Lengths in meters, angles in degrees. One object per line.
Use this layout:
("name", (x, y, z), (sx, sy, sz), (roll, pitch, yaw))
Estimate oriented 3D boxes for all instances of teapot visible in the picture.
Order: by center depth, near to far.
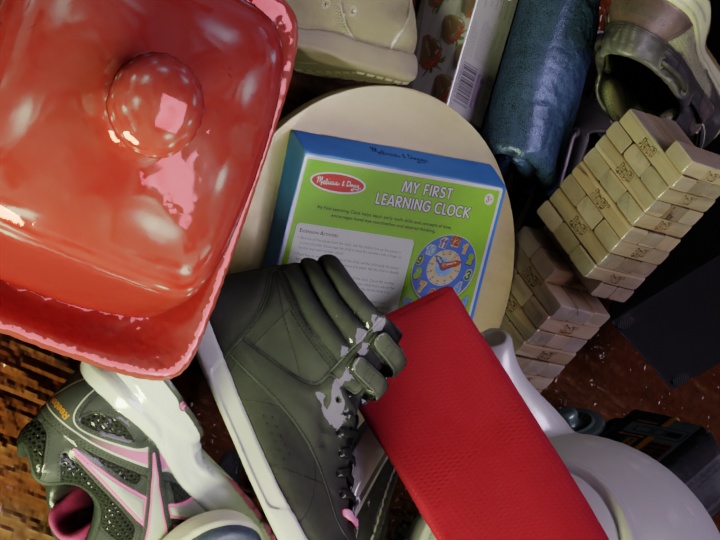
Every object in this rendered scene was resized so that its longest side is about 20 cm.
("teapot", (0.096, 0.169, 1.552), (0.197, 0.200, 0.146), (-53, 151, -6))

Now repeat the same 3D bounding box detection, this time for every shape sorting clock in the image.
("shape sorting clock", (0.000, 0.000, 1.578), (0.200, 0.039, 0.200), (-12, 111, -33))

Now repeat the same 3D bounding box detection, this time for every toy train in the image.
("toy train", (0.123, 0.142, 1.725), (0.200, 0.114, 0.085), (-32, 121, -45))

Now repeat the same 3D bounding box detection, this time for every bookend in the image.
("bookend", (0.220, -0.068, 1.805), (0.200, 0.199, 0.092), (-33, 138, 11))

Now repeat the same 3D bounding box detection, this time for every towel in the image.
("towel", (0.112, -0.143, 1.668), (0.112, 0.049, 0.200), (81, 26, -80))

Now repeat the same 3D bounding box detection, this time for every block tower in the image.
("block tower", (0.117, -0.004, 1.646), (0.200, 0.058, 0.054), (-47, 149, 22))

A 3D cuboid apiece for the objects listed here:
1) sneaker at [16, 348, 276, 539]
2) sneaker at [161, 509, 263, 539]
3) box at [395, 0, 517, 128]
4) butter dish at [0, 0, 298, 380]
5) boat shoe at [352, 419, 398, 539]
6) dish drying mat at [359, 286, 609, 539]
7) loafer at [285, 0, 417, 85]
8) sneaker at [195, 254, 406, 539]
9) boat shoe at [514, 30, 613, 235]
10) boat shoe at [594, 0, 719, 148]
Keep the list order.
("sneaker", (-0.111, 0.110, 1.463), (0.086, 0.080, 0.200), (-39, 135, -9))
("sneaker", (-0.079, 0.216, 1.451), (0.075, 0.085, 0.200), (2, 116, -33))
("box", (0.069, -0.178, 1.647), (0.041, 0.039, 0.200), (27, 76, -53))
("butter dish", (-0.113, -0.069, 1.310), (0.200, 0.148, 0.200), (22, 79, -24))
("boat shoe", (-0.012, 0.171, 1.542), (0.200, 0.066, 0.070), (-64, -175, -16))
("dish drying mat", (0.058, 0.097, 1.506), (0.077, 0.200, 0.018), (-25, 146, -10))
("loafer", (-0.041, -0.139, 1.489), (0.200, 0.076, 0.068), (12, 82, -56))
("sneaker", (-0.012, 0.079, 1.476), (0.071, 0.099, 0.200), (84, -17, -75))
("boat shoe", (0.131, -0.046, 1.742), (0.067, 0.057, 0.200), (41, 65, -48))
("boat shoe", (0.162, -0.106, 1.671), (0.066, 0.072, 0.201), (-59, 161, -14))
